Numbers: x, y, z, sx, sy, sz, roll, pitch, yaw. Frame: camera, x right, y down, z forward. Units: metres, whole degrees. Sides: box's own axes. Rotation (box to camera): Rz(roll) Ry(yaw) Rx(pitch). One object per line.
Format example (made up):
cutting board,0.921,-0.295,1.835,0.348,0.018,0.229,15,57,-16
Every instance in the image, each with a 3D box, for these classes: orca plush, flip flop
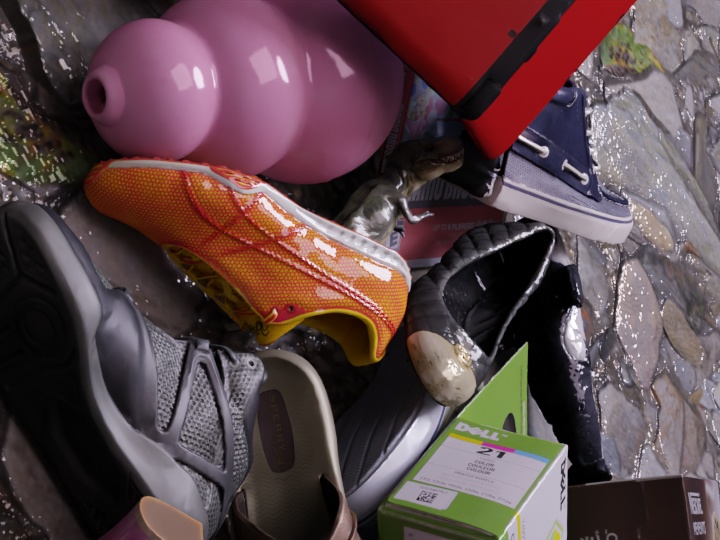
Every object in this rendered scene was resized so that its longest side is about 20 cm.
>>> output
orca plush,0.118,0.059,1.082,0.105,0.071,0.201,148,-66,-84
flip flop,-0.032,0.135,0.817,0.058,0.081,0.201,87,-10,-74

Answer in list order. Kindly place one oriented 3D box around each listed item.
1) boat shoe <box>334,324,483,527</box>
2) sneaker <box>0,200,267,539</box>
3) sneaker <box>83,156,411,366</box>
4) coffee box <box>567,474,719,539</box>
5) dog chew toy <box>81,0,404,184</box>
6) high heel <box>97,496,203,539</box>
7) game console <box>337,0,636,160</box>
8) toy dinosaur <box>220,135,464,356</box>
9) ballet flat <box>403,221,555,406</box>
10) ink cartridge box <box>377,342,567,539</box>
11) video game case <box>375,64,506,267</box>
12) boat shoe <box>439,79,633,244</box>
boat shoe,0.034,0.094,0.935,0.062,0.072,0.200,58,37,-18
sneaker,-0.117,0.044,0.777,0.200,0.076,0.114,61,36,-13
sneaker,-0.061,-0.005,0.847,0.199,0.073,0.077,24,72,-18
coffee box,0.190,0.194,1.001,0.200,0.079,0.114,26,57,-69
dog chew toy,-0.070,-0.106,0.877,0.200,0.124,0.125,-11,81,-43
high heel,-0.066,0.193,0.742,0.200,0.096,0.067,38,17,-30
game console,0.094,-0.185,0.889,0.172,0.200,0.119,41,0,-14
toy dinosaur,0.000,0.000,0.943,0.200,0.047,0.088,-44,116,-28
ballet flat,0.071,0.017,0.935,0.067,0.057,0.200,56,29,-14
ink cartridge box,0.090,0.154,0.919,0.200,0.075,0.148,-42,136,-50
video game case,0.067,-0.100,1.023,0.143,0.017,0.201,-5,111,-51
boat shoe,0.140,-0.079,1.046,0.200,0.075,0.093,11,107,-53
